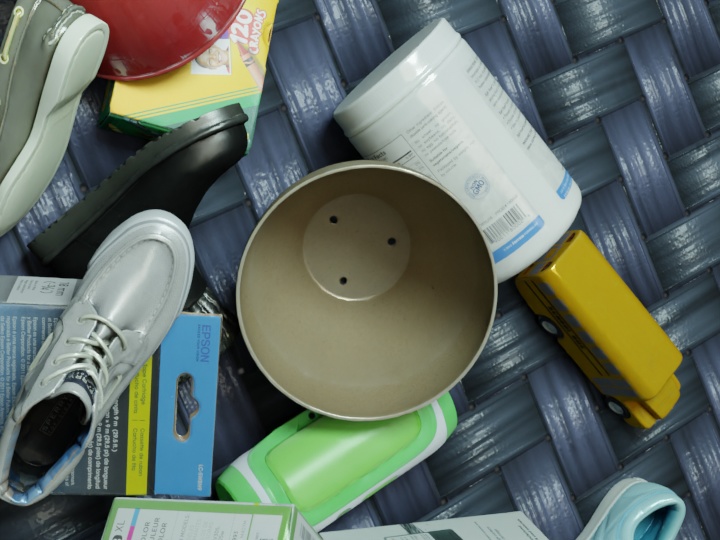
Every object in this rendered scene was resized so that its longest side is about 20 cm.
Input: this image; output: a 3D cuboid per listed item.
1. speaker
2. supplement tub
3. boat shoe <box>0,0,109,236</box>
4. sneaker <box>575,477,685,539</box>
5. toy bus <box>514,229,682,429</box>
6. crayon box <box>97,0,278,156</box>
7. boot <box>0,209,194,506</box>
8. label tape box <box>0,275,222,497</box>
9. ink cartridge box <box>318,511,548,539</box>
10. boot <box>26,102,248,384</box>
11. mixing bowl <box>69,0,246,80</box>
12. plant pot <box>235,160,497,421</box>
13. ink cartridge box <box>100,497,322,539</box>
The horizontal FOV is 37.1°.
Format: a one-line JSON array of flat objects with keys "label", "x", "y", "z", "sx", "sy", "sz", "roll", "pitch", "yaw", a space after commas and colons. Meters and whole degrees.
[{"label": "speaker", "x": -0.018, "y": 0.152, "z": 0.885, "sx": 0.198, "sy": 0.088, "sz": 0.089, "roll": -30, "pitch": 97, "yaw": -22}, {"label": "supplement tub", "x": 0.085, "y": -0.099, "z": 0.925, "sx": 0.132, "sy": 0.132, "sz": 0.201, "roll": -44, "pitch": 102, "yaw": -20}, {"label": "boat shoe", "x": -0.246, "y": -0.110, "z": 0.777, "sx": 0.060, "sy": 0.203, "sz": 0.072, "roll": 34, "pitch": 31, "yaw": 0}, {"label": "sneaker", "x": 0.231, "y": 0.279, "z": 0.982, "sx": 0.074, "sy": 0.082, "sz": 0.201, "roll": 36, "pitch": 73, "yaw": -15}, {"label": "toy bus", "x": 0.231, "y": 0.058, "z": 1.002, "sx": 0.065, "sy": 0.078, "sz": 0.200, "roll": -46, "pitch": 103, "yaw": -19}, {"label": "crayon box", "x": -0.135, "y": -0.202, "z": 0.878, "sx": 0.117, "sy": 0.058, "sz": 0.203, "roll": 13, "pitch": 81, "yaw": -21}, {"label": "boot", "x": -0.169, "y": 0.060, "z": 0.692, "sx": 0.073, "sy": 0.096, "sz": 0.202, "roll": 28, "pitch": 100, "yaw": -16}, {"label": "label tape box", "x": -0.204, "y": 0.085, "z": 0.778, "sx": 0.197, "sy": 0.063, "sz": 0.147, "roll": 3, "pitch": 106, "yaw": -10}, {"label": "ink cartridge box", "x": 0.057, "y": 0.290, "z": 0.882, "sx": 0.197, "sy": 0.083, "sz": 0.149, "roll": -1, "pitch": 109, "yaw": -23}, {"label": "boot", "x": -0.135, "y": -0.013, "z": 0.822, "sx": 0.210, "sy": 0.079, "sz": 0.159, "roll": -35, "pitch": 97, "yaw": 16}, {"label": "mixing bowl", "x": -0.181, "y": -0.254, "z": 0.785, "sx": 0.197, "sy": 0.108, "sz": 0.204, "roll": -2, "pitch": 79, "yaw": 12}, {"label": "plant pot", "x": 0.000, "y": 0.000, "z": 0.864, "sx": 0.197, "sy": 0.135, "sz": 0.204, "roll": -2, "pitch": 108, "yaw": -5}, {"label": "ink cartridge box", "x": -0.126, "y": 0.215, "z": 0.785, "sx": 0.104, "sy": 0.197, "sz": 0.060, "roll": 63, "pitch": 30, "yaw": -49}]
